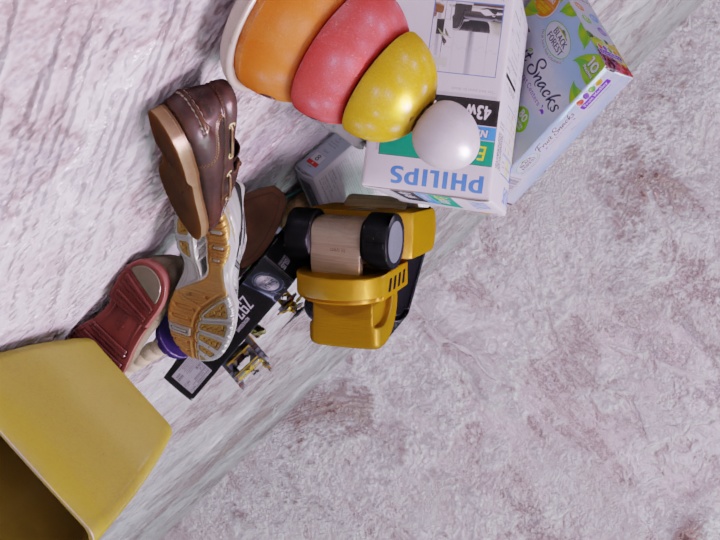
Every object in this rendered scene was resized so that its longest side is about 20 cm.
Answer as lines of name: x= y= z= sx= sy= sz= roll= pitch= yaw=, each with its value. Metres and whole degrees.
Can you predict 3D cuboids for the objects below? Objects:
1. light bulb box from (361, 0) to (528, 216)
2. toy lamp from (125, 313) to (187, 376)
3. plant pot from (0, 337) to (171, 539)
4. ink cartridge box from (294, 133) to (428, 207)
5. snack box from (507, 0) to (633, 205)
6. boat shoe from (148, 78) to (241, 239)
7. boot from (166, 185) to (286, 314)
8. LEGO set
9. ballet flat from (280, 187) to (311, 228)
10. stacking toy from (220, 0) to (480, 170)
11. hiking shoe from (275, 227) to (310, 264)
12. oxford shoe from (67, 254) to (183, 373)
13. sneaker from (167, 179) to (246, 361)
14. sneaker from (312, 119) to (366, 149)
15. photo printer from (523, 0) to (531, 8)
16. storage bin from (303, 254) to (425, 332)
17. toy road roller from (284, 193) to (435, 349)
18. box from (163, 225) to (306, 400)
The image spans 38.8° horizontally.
light bulb box: x=0.089 y=-0.166 z=1.000 sx=0.198 sy=0.122 sz=0.204 roll=3 pitch=95 yaw=-77
toy lamp: x=-0.265 y=0.107 z=1.155 sx=0.199 sy=0.059 sz=0.058 roll=-32 pitch=179 yaw=36
plant pot: x=-0.307 y=0.185 z=1.006 sx=0.200 sy=0.200 sz=0.176 roll=-48 pitch=175 yaw=35
ink cartridge box: x=0.025 y=-0.122 z=1.256 sx=0.200 sy=0.050 sz=0.163 roll=-43 pitch=136 yaw=-19
snack box: x=0.185 y=-0.192 z=1.106 sx=0.052 sy=0.144 sz=0.200 roll=9 pitch=137 yaw=-37
boat shoe: x=-0.130 y=-0.090 z=0.862 sx=0.070 sy=0.071 sz=0.200 roll=-35 pitch=169 yaw=-18
boot: x=-0.155 y=-0.016 z=1.169 sx=0.200 sy=0.070 sz=0.146 roll=-42 pitch=178 yaw=1
LEGO set: x=-0.151 y=0.080 z=1.440 sx=0.199 sy=0.116 sz=0.154 roll=-41 pitch=172 yaw=-12
ballet flat: x=-0.023 y=-0.099 z=1.308 sx=0.199 sy=0.073 sz=0.068 roll=-38 pitch=174 yaw=-32
stacking toy: x=0.007 y=-0.144 z=0.758 sx=0.146 sy=0.199 sz=0.146 roll=-46 pitch=168 yaw=-13
hiking shoe: x=-0.067 y=-0.041 z=1.342 sx=0.199 sy=0.087 sz=0.075 roll=-37 pitch=171 yaw=-33
oxford shoe: x=-0.248 y=0.063 z=1.082 sx=0.200 sy=0.071 sz=0.075 roll=-46 pitch=176 yaw=24
sneaker: x=-0.144 y=-0.002 z=1.037 sx=0.088 sy=0.074 sz=0.203 roll=-61 pitch=166 yaw=-56
sneaker: x=0.013 y=-0.169 z=1.114 sx=0.071 sy=0.080 sz=0.200 roll=-49 pitch=171 yaw=28
photo printer: x=0.181 y=-0.317 z=1.185 sx=0.199 sy=0.070 sz=0.167 roll=-38 pitch=169 yaw=-27
storage bin: x=0.014 y=-0.015 z=1.460 sx=0.094 sy=0.133 sz=0.203 roll=124 pitch=-14 yaw=-60
toy road roller: x=0.000 y=0.000 z=1.116 sx=0.200 sy=0.121 sz=0.149 roll=-28 pitch=121 yaw=-66
box: x=-0.133 y=0.037 z=1.181 sx=0.200 sy=0.043 sz=0.161 roll=-48 pitch=-173 yaw=22
